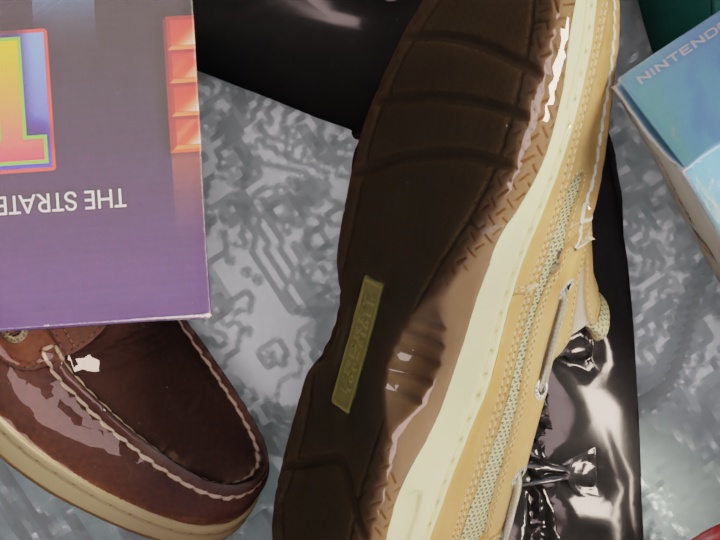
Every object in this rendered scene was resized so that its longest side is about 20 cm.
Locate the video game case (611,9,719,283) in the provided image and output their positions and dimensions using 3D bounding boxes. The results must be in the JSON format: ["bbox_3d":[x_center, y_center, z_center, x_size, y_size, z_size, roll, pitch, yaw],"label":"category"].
[{"bbox_3d":[0.192,-0.042,0.850,0.200,0.046,0.181,-34,136,2],"label":"video game case"}]

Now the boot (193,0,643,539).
[{"bbox_3d":[0.001,0.000,0.902,0.164,0.066,0.201,-1,99,2],"label":"boot"}]

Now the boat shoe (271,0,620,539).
[{"bbox_3d":[0.037,0.001,0.842,0.076,0.072,0.201,7,110,-35],"label":"boat shoe"}]

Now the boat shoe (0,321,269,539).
[{"bbox_3d":[-0.094,-0.005,0.880,0.200,0.072,0.072,47,128,-2],"label":"boat shoe"}]

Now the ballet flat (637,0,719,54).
[{"bbox_3d":[0.104,-0.140,0.886,0.073,0.073,0.201,-17,88,1],"label":"ballet flat"}]

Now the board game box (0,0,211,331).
[{"bbox_3d":[-0.143,-0.064,0.813,0.199,0.057,0.166,-4,96,-6],"label":"board game box"}]

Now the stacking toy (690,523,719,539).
[{"bbox_3d":[0.077,0.129,0.799,0.110,0.200,0.116,-38,70,37],"label":"stacking toy"}]
